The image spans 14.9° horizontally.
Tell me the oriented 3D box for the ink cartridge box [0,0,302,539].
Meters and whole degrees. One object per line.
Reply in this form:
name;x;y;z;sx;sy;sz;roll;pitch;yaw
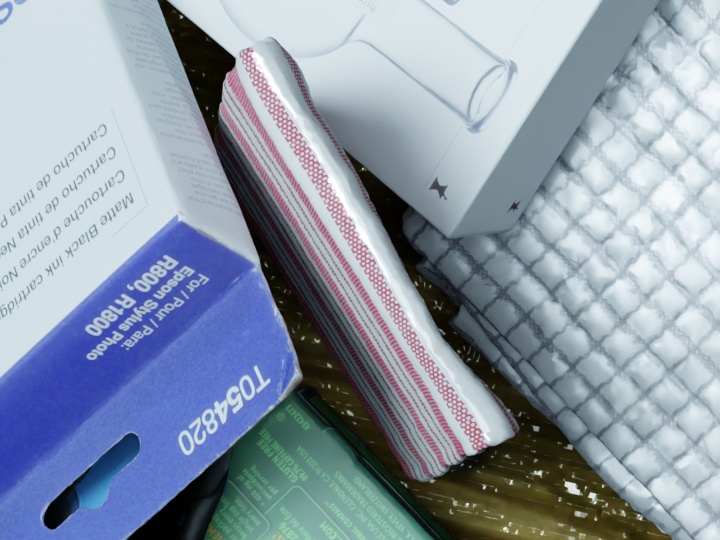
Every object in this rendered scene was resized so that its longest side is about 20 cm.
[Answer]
ink cartridge box;-0.125;0.010;0.940;0.200;0.041;0.200;-42;53;26

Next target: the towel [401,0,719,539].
towel;0.134;0.001;0.963;0.200;0.086;0.166;45;104;9

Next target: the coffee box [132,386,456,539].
coffee box;-0.053;0.151;1.009;0.200;0.044;0.123;-45;84;6

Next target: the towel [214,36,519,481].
towel;0.000;0.000;0.923;0.030;0.200;0.146;-32;87;-8

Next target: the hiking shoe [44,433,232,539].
hiking shoe;-0.079;0.050;0.976;0.087;0.074;0.200;-5;75;27

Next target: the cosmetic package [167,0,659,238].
cosmetic package;0.037;-0.135;0.911;0.151;0.052;0.200;40;112;20
